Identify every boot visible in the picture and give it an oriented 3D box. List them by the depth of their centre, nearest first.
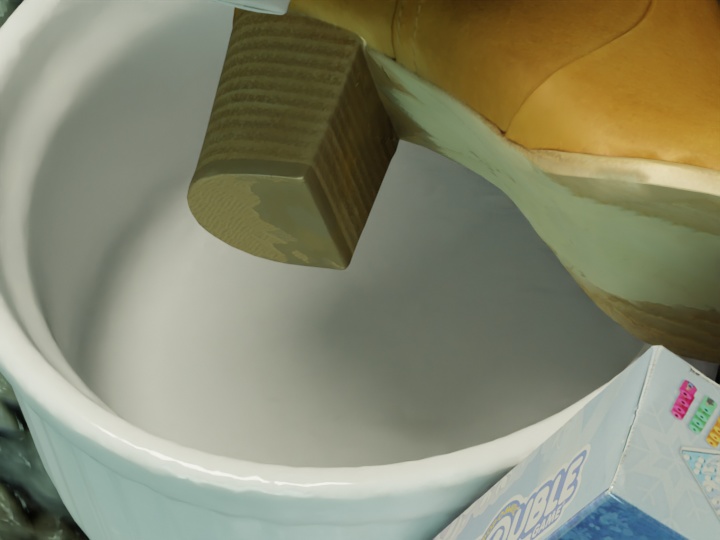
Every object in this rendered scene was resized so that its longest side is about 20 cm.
[{"bbox_3d":[0.066,-0.059,0.666,0.200,0.144,0.071,10,148,19],"label":"boot"}]

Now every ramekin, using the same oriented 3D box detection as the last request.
[{"bbox_3d":[0.000,0.000,0.734,0.200,0.201,0.098,20,145,18],"label":"ramekin"}]

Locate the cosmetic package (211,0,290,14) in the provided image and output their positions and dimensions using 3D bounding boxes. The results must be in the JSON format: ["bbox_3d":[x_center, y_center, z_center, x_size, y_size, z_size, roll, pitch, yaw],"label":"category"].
[{"bbox_3d":[-0.025,-0.164,0.578,0.107,0.085,0.200,35,105,21],"label":"cosmetic package"}]

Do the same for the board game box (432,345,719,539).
[{"bbox_3d":[0.094,0.123,0.651,0.199,0.043,0.200,31,142,-8],"label":"board game box"}]
